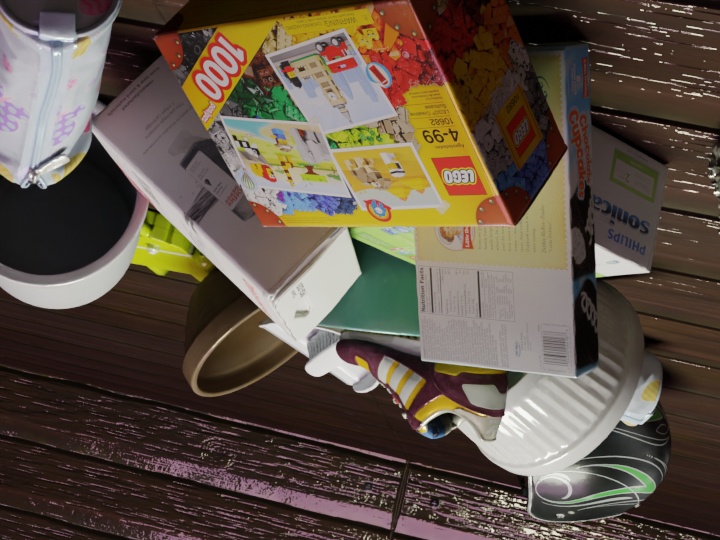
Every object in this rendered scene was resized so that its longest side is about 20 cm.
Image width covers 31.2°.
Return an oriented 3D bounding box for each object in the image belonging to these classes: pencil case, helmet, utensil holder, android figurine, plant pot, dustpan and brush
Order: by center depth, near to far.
[{"bbox_3d":[-0.210,-0.135,0.851,0.082,0.091,0.200,16,150,-11],"label":"pencil case"},{"bbox_3d":[-0.277,-0.054,1.166,0.168,0.172,0.200,16,168,-7],"label":"utensil holder"},{"bbox_3d":[-0.013,0.075,1.339,0.139,0.058,0.200,35,140,-18],"label":"dustpan and brush"},{"bbox_3d":[0.230,0.105,1.406,0.198,0.091,0.084,17,123,-17],"label":"pencil case"},{"bbox_3d":[-0.131,0.047,1.480,0.093,0.200,0.201,52,177,19],"label":"plant pot"},{"bbox_3d":[-0.238,-0.029,1.489,0.180,0.041,0.200,11,167,15],"label":"android figurine"},{"bbox_3d":[0.280,0.202,1.557,0.189,0.202,0.200,-8,166,-2],"label":"helmet"}]

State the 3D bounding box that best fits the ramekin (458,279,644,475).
[{"bbox_3d":[0.154,0.078,1.202,0.105,0.202,0.199,35,157,-33],"label":"ramekin"}]

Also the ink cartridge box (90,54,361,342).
[{"bbox_3d":[-0.099,-0.051,0.995,0.200,0.085,0.146,44,173,14],"label":"ink cartridge box"}]

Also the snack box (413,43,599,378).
[{"bbox_3d":[0.088,-0.038,0.811,0.115,0.202,0.037,4,-166,35],"label":"snack box"}]

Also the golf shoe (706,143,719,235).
[{"bbox_3d":[0.292,-0.042,0.878,0.096,0.079,0.200,-10,163,21],"label":"golf shoe"}]

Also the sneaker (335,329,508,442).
[{"bbox_3d":[0.046,0.101,1.146,0.074,0.091,0.199,5,179,-40],"label":"sneaker"}]

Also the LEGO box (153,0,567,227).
[{"bbox_3d":[-0.001,-0.105,0.752,0.199,0.077,0.150,1,132,42],"label":"LEGO box"}]

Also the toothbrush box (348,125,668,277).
[{"bbox_3d":[0.102,-0.052,0.957,0.145,0.087,0.199,22,165,-31],"label":"toothbrush box"}]

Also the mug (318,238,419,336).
[{"bbox_3d":[0.039,-0.004,1.125,0.184,0.116,0.152,5,180,-32],"label":"mug"}]
